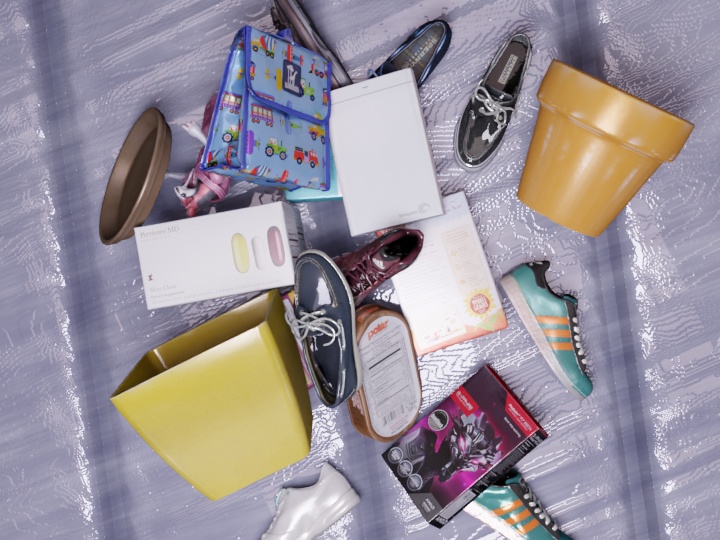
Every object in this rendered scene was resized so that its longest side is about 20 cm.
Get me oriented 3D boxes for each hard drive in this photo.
[{"bbox_3d":[0.029,-0.158,1.186,0.132,0.027,0.200,-13,89,17],"label":"hard drive"}]

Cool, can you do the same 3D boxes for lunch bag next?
[{"bbox_3d":[-0.111,-0.214,1.142,0.094,0.150,0.200,5,87,45],"label":"lunch bag"}]

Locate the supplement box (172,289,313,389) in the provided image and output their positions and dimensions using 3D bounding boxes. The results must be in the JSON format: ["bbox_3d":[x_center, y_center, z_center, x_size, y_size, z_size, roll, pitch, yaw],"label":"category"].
[{"bbox_3d":[-0.136,0.125,1.223,0.200,0.103,0.131,-27,89,3],"label":"supplement box"}]

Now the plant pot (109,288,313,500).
[{"bbox_3d":[-0.158,0.160,1.085,0.200,0.200,0.177,-26,99,3],"label":"plant pot"}]

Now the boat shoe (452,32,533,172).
[{"bbox_3d":[0.187,-0.232,1.215,0.074,0.068,0.199,29,93,4],"label":"boat shoe"}]

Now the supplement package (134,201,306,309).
[{"bbox_3d":[-0.182,-0.020,1.199,0.200,0.156,0.111,-11,89,4],"label":"supplement package"}]

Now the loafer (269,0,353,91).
[{"bbox_3d":[-0.086,-0.322,1.235,0.063,0.072,0.200,-34,89,10],"label":"loafer"}]

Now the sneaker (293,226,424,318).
[{"bbox_3d":[0.000,0.000,1.131,0.200,0.116,0.076,-37,90,-11],"label":"sneaker"}]

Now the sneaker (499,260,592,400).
[{"bbox_3d":[0.274,0.079,1.203,0.080,0.071,0.200,-31,87,8],"label":"sneaker"}]

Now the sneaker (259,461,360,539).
[{"bbox_3d":[-0.100,0.355,1.247,0.200,0.075,0.089,-38,75,-2],"label":"sneaker"}]

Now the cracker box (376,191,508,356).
[{"bbox_3d":[0.112,0.004,1.228,0.134,0.058,0.200,-18,90,5],"label":"cracker box"}]

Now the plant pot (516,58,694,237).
[{"bbox_3d":[0.303,-0.153,1.159,0.200,0.200,0.183,26,108,3],"label":"plant pot"}]

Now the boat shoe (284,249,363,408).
[{"bbox_3d":[-0.049,0.075,1.101,0.075,0.062,0.200,-1,107,26],"label":"boat shoe"}]

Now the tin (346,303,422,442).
[{"bbox_3d":[0.030,0.142,1.194,0.112,0.042,0.200,-32,120,-36],"label":"tin"}]

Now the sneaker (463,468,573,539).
[{"bbox_3d":[0.220,0.328,1.216,0.200,0.071,0.080,30,97,5],"label":"sneaker"}]

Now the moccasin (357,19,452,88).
[{"bbox_3d":[0.049,-0.273,1.224,0.080,0.068,0.200,35,95,3],"label":"moccasin"}]

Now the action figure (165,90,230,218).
[{"bbox_3d":[-0.194,-0.154,1.216,0.149,0.134,0.200,26,68,-21],"label":"action figure"}]

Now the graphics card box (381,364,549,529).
[{"bbox_3d":[0.141,0.241,1.204,0.200,0.051,0.125,-41,54,5],"label":"graphics card box"}]

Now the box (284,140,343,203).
[{"bbox_3d":[-0.007,-0.143,1.239,0.200,0.049,0.082,-4,90,4],"label":"box"}]

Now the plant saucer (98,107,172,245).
[{"bbox_3d":[-0.308,-0.126,1.205,0.029,0.200,0.200,21,92,-30],"label":"plant saucer"}]
